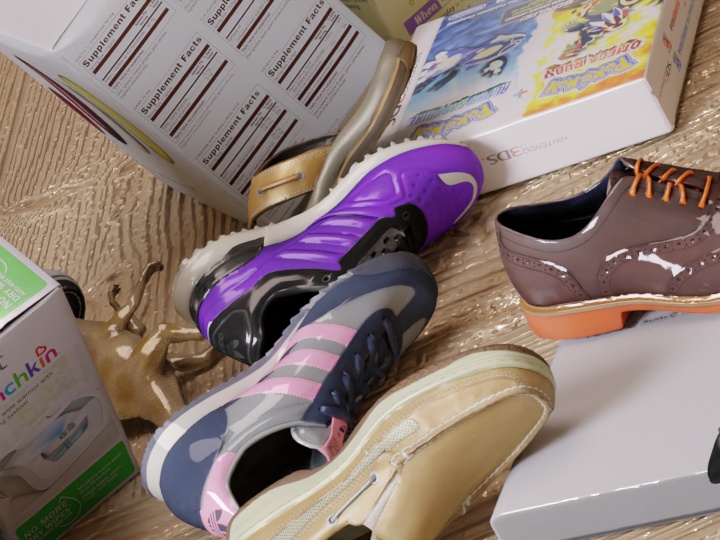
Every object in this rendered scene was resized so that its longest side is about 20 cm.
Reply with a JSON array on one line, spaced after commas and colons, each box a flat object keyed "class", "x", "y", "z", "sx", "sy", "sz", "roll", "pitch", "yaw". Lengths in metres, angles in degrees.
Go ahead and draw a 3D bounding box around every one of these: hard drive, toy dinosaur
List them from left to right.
[{"class": "toy dinosaur", "x": -0.124, "y": 0.058, "z": 1.658, "sx": 0.101, "sy": 0.058, "sz": 0.200, "roll": -41, "pitch": 49, "yaw": -15}, {"class": "hard drive", "x": 0.149, "y": 0.054, "z": 1.388, "sx": 0.131, "sy": 0.027, "sz": 0.200, "roll": -15, "pitch": 29, "yaw": 30}]

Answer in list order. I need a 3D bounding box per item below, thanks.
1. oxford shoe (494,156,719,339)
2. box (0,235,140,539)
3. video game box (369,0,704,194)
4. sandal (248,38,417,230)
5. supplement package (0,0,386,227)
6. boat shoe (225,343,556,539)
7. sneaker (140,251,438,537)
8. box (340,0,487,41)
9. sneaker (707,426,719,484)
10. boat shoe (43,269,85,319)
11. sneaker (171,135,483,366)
[{"class": "oxford shoe", "x": 0.158, "y": -0.022, "z": 1.401, "sx": 0.199, "sy": 0.073, "sz": 0.071, "roll": -17, "pitch": 27, "yaw": 26}, {"class": "box", "x": -0.239, "y": 0.041, "z": 1.584, "sx": 0.097, "sy": 0.177, "sz": 0.200, "roll": -40, "pitch": 52, "yaw": -19}, {"class": "video game box", "x": 0.108, "y": -0.119, "z": 1.728, "sx": 0.199, "sy": 0.047, "sz": 0.183, "roll": -18, "pitch": 31, "yaw": 26}, {"class": "sandal", "x": -0.033, "y": -0.058, "z": 1.685, "sx": 0.201, "sy": 0.054, "sz": 0.080, "roll": -59, "pitch": 7, "yaw": 12}, {"class": "supplement package", "x": -0.121, "y": -0.153, "z": 1.818, "sx": 0.147, "sy": 0.200, "sz": 0.191, "roll": -54, "pitch": 28, "yaw": -6}, {"class": "boat shoe", "x": 0.019, "y": 0.115, "z": 1.369, "sx": 0.200, "sy": 0.072, "sz": 0.076, "roll": -40, "pitch": 37, "yaw": 26}, {"class": "sneaker", "x": -0.020, "y": 0.072, "z": 1.512, "sx": 0.200, "sy": 0.070, "sz": 0.082, "roll": -42, "pitch": 44, "yaw": -16}, {"class": "box", "x": 0.026, "y": -0.258, "z": 1.887, "sx": 0.176, "sy": 0.200, "sz": 0.097, "roll": -43, "pitch": 28, "yaw": -22}, {"class": "sneaker", "x": 0.217, "y": 0.107, "z": 1.195, "sx": 0.088, "sy": 0.076, "sz": 0.200, "roll": -57, "pitch": 30, "yaw": 12}, {"class": "boat shoe", "x": -0.219, "y": 0.078, "z": 1.702, "sx": 0.066, "sy": 0.070, "sz": 0.200, "roll": 7, "pitch": 44, "yaw": 41}, {"class": "sneaker", "x": 0.000, "y": 0.001, "z": 1.612, "sx": 0.200, "sy": 0.070, "sz": 0.100, "roll": -29, "pitch": 43, "yaw": -16}]
